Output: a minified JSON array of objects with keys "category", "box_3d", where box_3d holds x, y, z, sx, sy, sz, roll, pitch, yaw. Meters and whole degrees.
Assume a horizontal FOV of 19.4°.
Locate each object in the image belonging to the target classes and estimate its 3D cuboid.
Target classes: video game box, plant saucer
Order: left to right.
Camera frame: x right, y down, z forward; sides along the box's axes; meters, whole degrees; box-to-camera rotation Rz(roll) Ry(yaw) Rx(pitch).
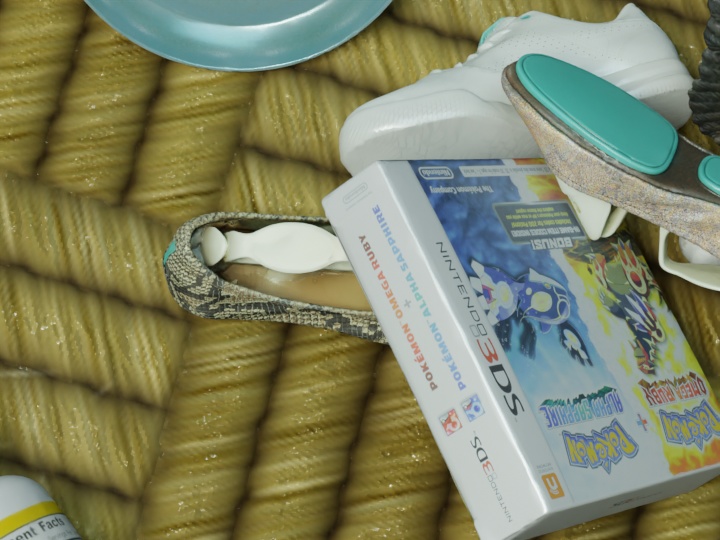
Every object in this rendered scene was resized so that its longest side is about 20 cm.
[{"category":"plant saucer","box_3d":[-0.064,-0.197,1.090,0.199,0.201,0.027,7,33,-6]},{"category":"video game box","box_3d":[0.089,0.032,1.026,0.200,0.047,0.183,-6,68,-54]}]

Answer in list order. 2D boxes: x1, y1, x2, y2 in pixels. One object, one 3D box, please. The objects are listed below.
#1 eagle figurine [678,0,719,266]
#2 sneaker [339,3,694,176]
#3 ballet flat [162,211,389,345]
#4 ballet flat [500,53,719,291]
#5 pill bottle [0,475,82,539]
[{"category":"eagle figurine","box_3d":[0.241,-0.090,1.069,0.151,0.200,0.152,-8,72,-11]},{"category":"sneaker","box_3d":[0.075,-0.098,1.127,0.199,0.075,0.089,-11,60,-18]},{"category":"ballet flat","box_3d":[0.000,0.000,1.069,0.199,0.075,0.068,4,73,-7]},{"category":"ballet flat","box_3d":[0.150,-0.035,1.049,0.199,0.067,0.068,30,35,10]},{"category":"pill bottle","box_3d":[-0.165,0.165,0.967,0.111,0.111,0.200,-35,78,-18]}]
